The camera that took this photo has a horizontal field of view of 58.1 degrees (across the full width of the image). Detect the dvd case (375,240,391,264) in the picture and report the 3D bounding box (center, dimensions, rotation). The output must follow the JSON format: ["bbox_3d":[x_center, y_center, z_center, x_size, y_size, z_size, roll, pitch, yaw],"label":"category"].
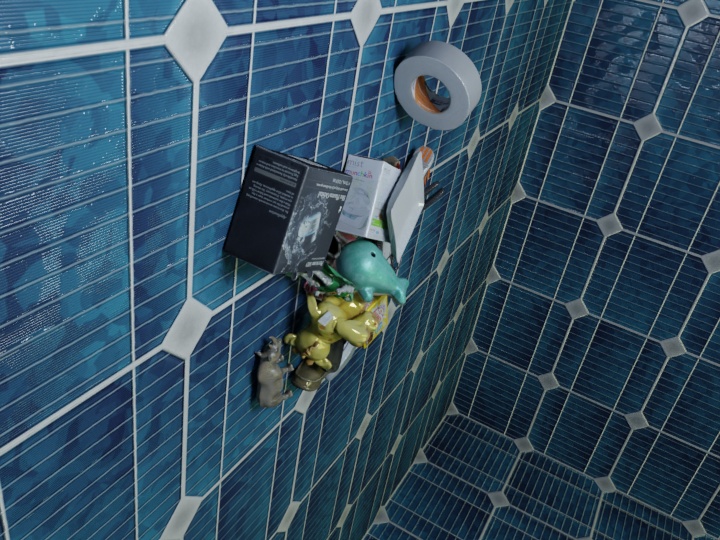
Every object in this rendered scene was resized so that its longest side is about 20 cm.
[{"bbox_3d":[0.068,-0.027,1.799,0.200,0.025,0.151,52,38,-70],"label":"dvd case"}]

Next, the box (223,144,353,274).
[{"bbox_3d":[-0.128,-0.107,1.198,0.196,0.117,0.201,-7,119,-67],"label":"box"}]

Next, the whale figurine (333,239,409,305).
[{"bbox_3d":[0.036,0.004,1.528,0.104,0.199,0.160,-46,-159,47],"label":"whale figurine"}]

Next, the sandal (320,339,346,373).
[{"bbox_3d":[-0.051,0.154,1.607,0.076,0.043,0.201,15,80,-45],"label":"sandal"}]

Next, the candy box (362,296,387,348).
[{"bbox_3d":[0.031,0.125,1.694,0.102,0.026,0.200,-48,159,-20],"label":"candy box"}]

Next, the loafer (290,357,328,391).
[{"bbox_3d":[-0.118,0.245,1.660,0.200,0.076,0.068,-41,148,-69],"label":"loafer"}]

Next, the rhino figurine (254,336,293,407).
[{"bbox_3d":[-0.197,0.227,1.450,0.087,0.060,0.201,-32,138,-40],"label":"rhino figurine"}]

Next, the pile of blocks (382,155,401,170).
[{"bbox_3d":[0.067,-0.195,1.669,0.201,0.062,0.082,-68,160,2],"label":"pile of blocks"}]

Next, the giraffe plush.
[{"bbox_3d":[-0.080,0.143,1.504,0.200,0.173,0.162,-14,148,-54],"label":"giraffe plush"}]

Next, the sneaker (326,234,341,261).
[{"bbox_3d":[-0.088,-0.039,1.387,0.070,0.099,0.201,-52,155,-30],"label":"sneaker"}]

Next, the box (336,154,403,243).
[{"bbox_3d":[0.029,-0.164,1.527,0.200,0.096,0.178,2,101,-69],"label":"box"}]

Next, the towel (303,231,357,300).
[{"bbox_3d":[-0.065,-0.024,1.564,0.201,0.030,0.146,-66,160,-4],"label":"towel"}]

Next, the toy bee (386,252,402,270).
[{"bbox_3d":[0.000,0.000,1.653,0.108,0.131,0.200,12,123,-31],"label":"toy bee"}]

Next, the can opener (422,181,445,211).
[{"bbox_3d":[0.153,-0.178,1.836,0.200,0.063,0.079,-44,-155,12],"label":"can opener"}]

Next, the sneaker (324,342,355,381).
[{"bbox_3d":[-0.053,0.208,1.782,0.201,0.071,0.073,-59,167,7],"label":"sneaker"}]

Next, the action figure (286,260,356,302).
[{"bbox_3d":[-0.070,0.030,1.412,0.200,0.118,0.055,30,60,-53],"label":"action figure"}]

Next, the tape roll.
[{"bbox_3d":[0.177,-0.427,1.507,0.066,0.200,0.201,-53,155,-29],"label":"tape roll"}]

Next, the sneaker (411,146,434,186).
[{"bbox_3d":[0.146,-0.239,1.802,0.200,0.077,0.112,-55,166,-9],"label":"sneaker"}]

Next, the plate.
[{"bbox_3d":[0.105,-0.153,1.556,0.200,0.032,0.200,79,32,-55],"label":"plate"}]
